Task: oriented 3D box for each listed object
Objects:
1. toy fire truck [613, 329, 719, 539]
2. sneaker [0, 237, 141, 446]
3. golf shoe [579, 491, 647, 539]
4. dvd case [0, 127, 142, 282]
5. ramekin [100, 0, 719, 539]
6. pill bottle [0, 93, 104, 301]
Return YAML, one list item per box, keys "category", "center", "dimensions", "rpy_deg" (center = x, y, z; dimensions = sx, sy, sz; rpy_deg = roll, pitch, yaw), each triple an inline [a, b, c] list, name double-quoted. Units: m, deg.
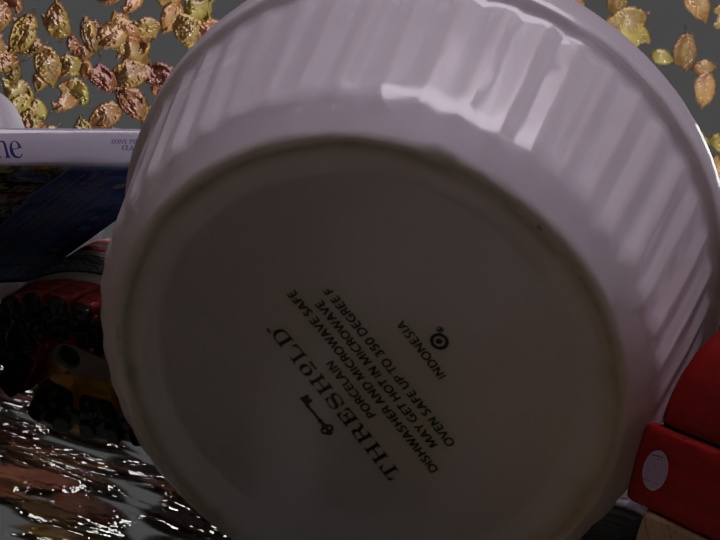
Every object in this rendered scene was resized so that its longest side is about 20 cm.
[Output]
- category: "toy fire truck"
  center: [0.185, 0.042, 0.548]
  dimensions: [0.176, 0.201, 0.129]
  rpy_deg: [15, 2, -28]
- category: "sneaker"
  center: [-0.036, 0.030, 0.739]
  dimensions: [0.199, 0.078, 0.082]
  rpy_deg: [18, 34, 11]
- category: "golf shoe"
  center: [0.084, 0.066, 0.777]
  dimensions: [0.078, 0.095, 0.200]
  rpy_deg: [22, 2, -17]
- category: "dvd case"
  center: [-0.181, -0.020, 0.702]
  dimensions: [0.199, 0.018, 0.143]
  rpy_deg: [-3, -16, -36]
- category: "ramekin"
  center: [0.012, 0.010, 0.610]
  dimensions: [0.202, 0.203, 0.094]
  rpy_deg: [16, 30, 5]
- category: "pill bottle"
  center: [-0.221, -0.038, 0.885]
  dimensions: [0.199, 0.116, 0.116]
  rpy_deg: [16, 3, -17]
